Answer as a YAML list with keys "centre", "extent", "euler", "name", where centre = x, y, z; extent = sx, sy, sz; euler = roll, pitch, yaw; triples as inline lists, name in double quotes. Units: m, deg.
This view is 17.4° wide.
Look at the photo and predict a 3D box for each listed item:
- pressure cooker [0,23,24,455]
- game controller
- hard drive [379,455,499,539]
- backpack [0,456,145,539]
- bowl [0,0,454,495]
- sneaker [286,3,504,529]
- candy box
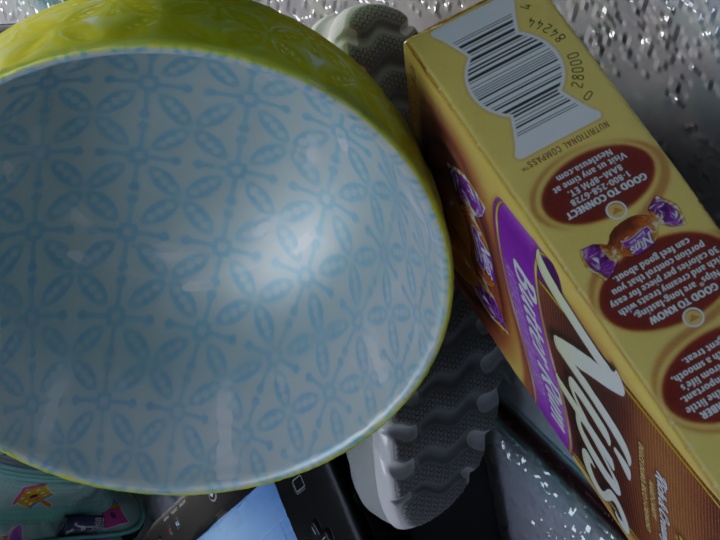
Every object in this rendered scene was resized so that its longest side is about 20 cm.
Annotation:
- centre: [-0.153, -0.016, 0.976]
  extent: [0.179, 0.199, 0.176]
  euler: [62, 143, 33]
  name: "pressure cooker"
- centre: [-0.041, 0.131, 1.006]
  extent: [0.105, 0.042, 0.200]
  euler: [59, 145, 9]
  name: "game controller"
- centre: [0.006, 0.122, 1.013]
  extent: [0.134, 0.042, 0.201]
  euler: [18, 125, 48]
  name: "hard drive"
- centre: [-0.223, 0.104, 1.175]
  extent: [0.176, 0.199, 0.154]
  euler: [46, 126, 29]
  name: "backpack"
- centre: [-0.067, -0.028, 0.828]
  extent: [0.108, 0.198, 0.201]
  euler: [-91, 8, -49]
  name: "bowl"
- centre: [0.000, 0.000, 0.913]
  extent: [0.082, 0.074, 0.202]
  euler: [-5, 96, 42]
  name: "sneaker"
- centre: [0.086, 0.016, 0.772]
  extent: [0.200, 0.056, 0.117]
  euler: [55, 167, 27]
  name: "candy box"
